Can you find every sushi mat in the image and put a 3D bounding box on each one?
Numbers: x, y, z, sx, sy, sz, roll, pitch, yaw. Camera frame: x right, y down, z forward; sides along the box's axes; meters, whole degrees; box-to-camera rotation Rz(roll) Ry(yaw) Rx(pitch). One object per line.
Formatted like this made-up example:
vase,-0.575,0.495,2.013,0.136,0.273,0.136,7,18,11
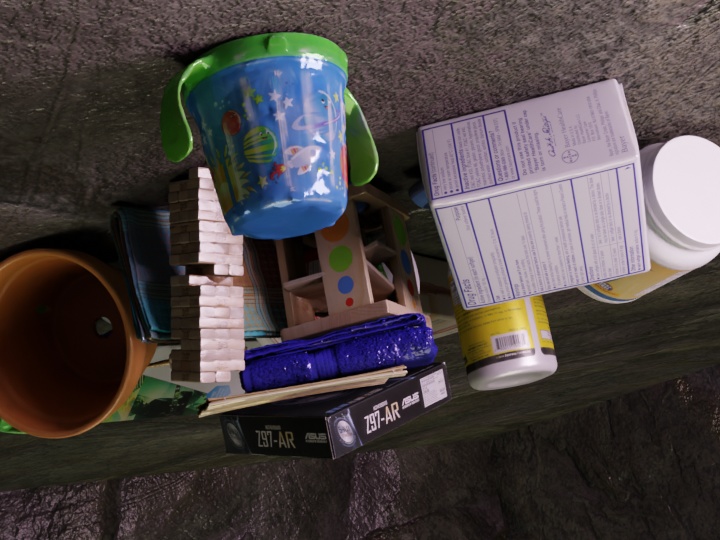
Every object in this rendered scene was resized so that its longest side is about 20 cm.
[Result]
sushi mat,-0.058,0.117,1.169,0.198,0.012,0.096,-8,170,-14

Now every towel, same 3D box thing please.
towel,-0.157,0.004,1.234,0.199,0.148,0.022,2,152,-43
towel,-0.023,0.087,1.223,0.198,0.050,0.148,-11,172,-1

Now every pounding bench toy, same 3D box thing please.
pounding bench toy,0.000,0.000,1.303,0.123,0.158,0.200,-16,164,21

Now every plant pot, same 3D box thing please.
plant pot,-0.313,0.072,1.323,0.198,0.202,0.140,-15,-179,15

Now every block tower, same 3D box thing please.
block tower,-0.149,0.006,1.156,0.054,0.202,0.058,3,176,-42

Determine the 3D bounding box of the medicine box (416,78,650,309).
medicine box,0.171,-0.069,1.167,0.198,0.104,0.183,-12,143,9

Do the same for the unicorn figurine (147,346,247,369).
unicorn figurine,-0.162,0.055,1.371,0.074,0.201,0.137,38,167,-14

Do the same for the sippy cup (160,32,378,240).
sippy cup,-0.067,-0.098,0.944,0.176,0.132,0.140,-8,165,-9

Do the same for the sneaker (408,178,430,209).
sneaker,0.139,-0.068,1.299,0.199,0.083,0.074,3,161,-37

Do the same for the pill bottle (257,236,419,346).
pill bottle,-0.034,0.024,1.458,0.198,0.113,0.112,-17,164,22

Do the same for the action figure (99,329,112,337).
action figure,-0.359,0.093,1.606,0.065,0.099,0.200,11,132,-48

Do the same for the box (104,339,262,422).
box,-0.224,0.126,1.494,0.198,0.036,0.145,0,136,-33

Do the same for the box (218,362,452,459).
box,-0.024,0.145,1.268,0.159,0.044,0.199,-5,-171,42

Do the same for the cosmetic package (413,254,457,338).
cosmetic package,0.068,0.037,1.627,0.103,0.088,0.199,-22,162,33

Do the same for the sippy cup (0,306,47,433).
sippy cup,-0.399,0.123,1.493,0.129,0.141,0.177,-4,167,-32

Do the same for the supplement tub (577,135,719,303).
supplement tub,0.324,-0.056,1.350,0.143,0.146,0.200,-4,164,-23

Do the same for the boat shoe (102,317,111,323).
boat shoe,-0.219,0.041,1.466,0.198,0.073,0.071,-1,163,-31

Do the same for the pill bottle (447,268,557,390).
pill bottle,0.170,0.039,1.483,0.111,0.202,0.113,-9,165,-3
